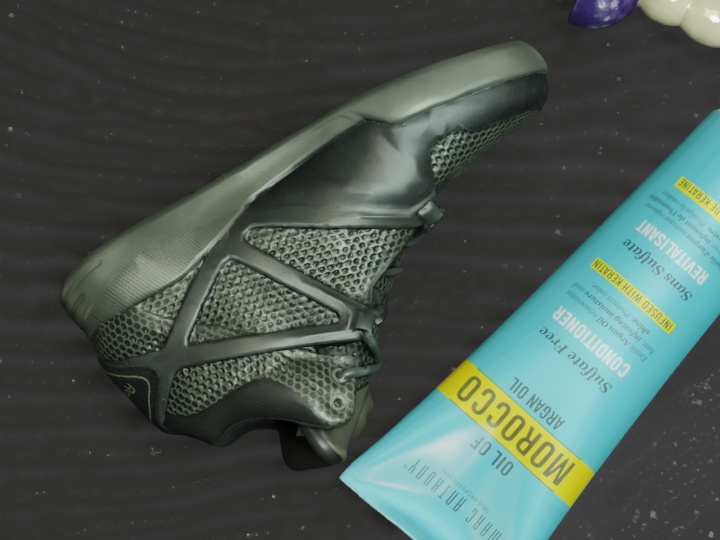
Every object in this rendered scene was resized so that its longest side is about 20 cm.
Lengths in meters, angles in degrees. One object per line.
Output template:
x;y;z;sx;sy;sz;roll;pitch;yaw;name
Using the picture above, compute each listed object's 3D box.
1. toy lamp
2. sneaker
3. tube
0.178;-0.073;1.102;0.200;0.058;0.058;25;78;4;toy lamp
0.000;0.000;1.067;0.199;0.076;0.114;-33;84;-6;sneaker
0.087;0.029;1.083;0.077;0.050;0.200;40;84;12;tube
